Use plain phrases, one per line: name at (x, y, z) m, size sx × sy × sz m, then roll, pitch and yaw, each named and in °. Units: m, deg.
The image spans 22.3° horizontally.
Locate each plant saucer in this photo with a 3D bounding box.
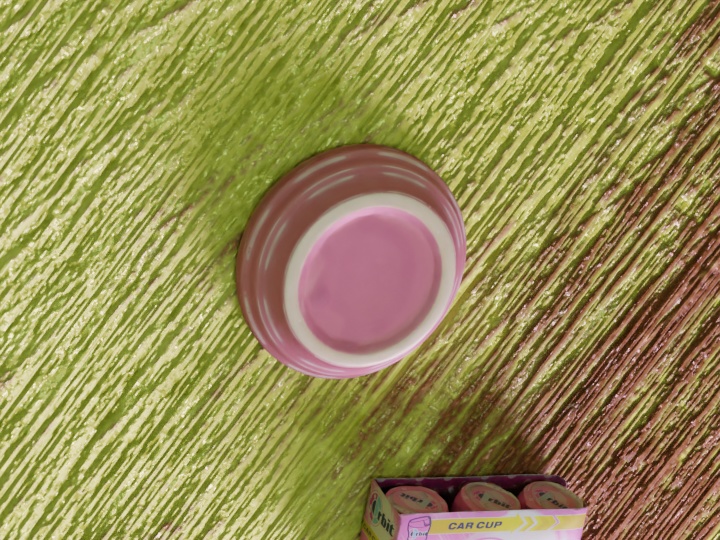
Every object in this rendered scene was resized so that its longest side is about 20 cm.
plant saucer at (0.000, 0.000, 1.476) m, size 0.200 × 0.051 × 0.201 m, roll -10°, pitch 116°, yaw -21°

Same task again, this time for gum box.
gum box at (0.100, 0.247, 1.615) m, size 0.199 × 0.066 × 0.114 m, roll 2°, pitch 112°, yaw -25°
